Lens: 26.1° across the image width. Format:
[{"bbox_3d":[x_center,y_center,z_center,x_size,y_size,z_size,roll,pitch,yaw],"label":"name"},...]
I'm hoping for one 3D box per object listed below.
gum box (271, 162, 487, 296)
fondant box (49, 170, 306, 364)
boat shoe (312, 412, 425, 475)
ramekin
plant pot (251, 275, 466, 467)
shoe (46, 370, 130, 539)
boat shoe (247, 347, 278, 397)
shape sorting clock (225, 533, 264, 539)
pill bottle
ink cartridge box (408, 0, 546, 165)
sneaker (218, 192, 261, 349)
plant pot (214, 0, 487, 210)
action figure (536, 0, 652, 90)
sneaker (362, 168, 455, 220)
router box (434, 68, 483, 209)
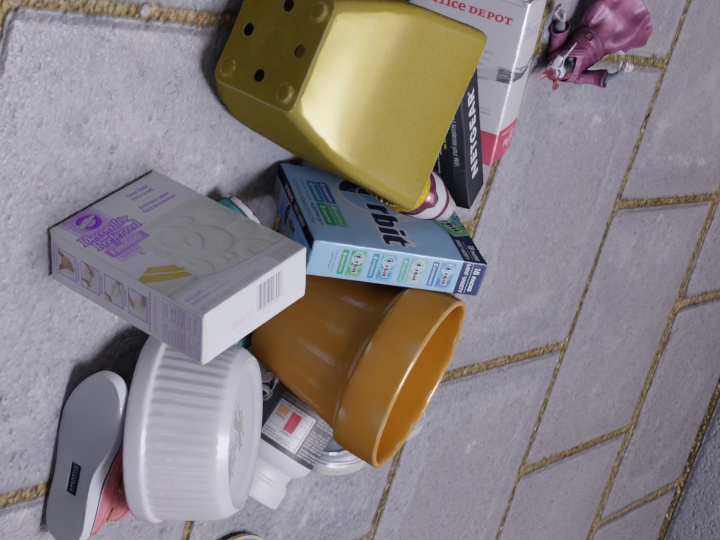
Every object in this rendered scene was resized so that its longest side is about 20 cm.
[{"bbox_3d":[0.018,-0.045,1.674,0.198,0.170,0.045,7,119,-21],"label":"gum box"},{"bbox_3d":[-0.170,-0.007,1.445,0.144,0.199,0.059,-35,139,-42],"label":"fondant box"},{"bbox_3d":[0.007,0.191,1.951,0.200,0.070,0.072,-22,131,-41],"label":"boat shoe"},{"bbox_3d":[-0.168,0.164,1.608,0.200,0.104,0.203,5,90,-82],"label":"ramekin"},{"bbox_3d":[-0.011,0.081,1.684,0.201,0.182,0.201,-56,165,-24],"label":"plant pot"},{"bbox_3d":[-0.259,0.184,1.596,0.091,0.071,0.202,-20,133,-56],"label":"shoe"},{"bbox_3d":[-0.128,0.122,1.761,0.201,0.068,0.072,-55,150,-18],"label":"boat shoe"},{"bbox_3d":[-0.176,0.427,1.964,0.200,0.039,0.202,-41,144,-38],"label":"shape sorting clock"},{"bbox_3d":[-0.084,0.169,1.821,0.201,0.116,0.116,-57,151,-5],"label":"pill bottle"},{"bbox_3d":[0.120,-0.245,1.795,0.085,0.144,0.202,-41,148,-59],"label":"ink cartridge box"},{"bbox_3d":[-0.139,0.013,1.655,0.079,0.077,0.202,-26,135,-36],"label":"sneaker"},{"bbox_3d":[-0.030,-0.200,1.550,0.199,0.193,0.197,15,100,-54],"label":"plant pot"},{"bbox_3d":[0.309,-0.319,2.154,0.199,0.135,0.149,-40,-172,-17],"label":"action figure"},{"bbox_3d":[0.022,-0.114,1.684,0.075,0.200,0.090,-51,139,10],"label":"sneaker"},{"bbox_3d":[0.059,-0.170,1.749,0.201,0.147,0.051,82,30,-46],"label":"router box"}]
